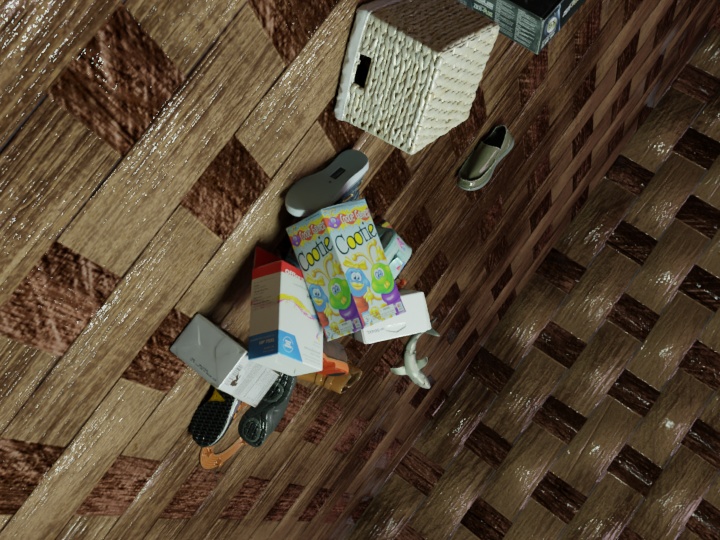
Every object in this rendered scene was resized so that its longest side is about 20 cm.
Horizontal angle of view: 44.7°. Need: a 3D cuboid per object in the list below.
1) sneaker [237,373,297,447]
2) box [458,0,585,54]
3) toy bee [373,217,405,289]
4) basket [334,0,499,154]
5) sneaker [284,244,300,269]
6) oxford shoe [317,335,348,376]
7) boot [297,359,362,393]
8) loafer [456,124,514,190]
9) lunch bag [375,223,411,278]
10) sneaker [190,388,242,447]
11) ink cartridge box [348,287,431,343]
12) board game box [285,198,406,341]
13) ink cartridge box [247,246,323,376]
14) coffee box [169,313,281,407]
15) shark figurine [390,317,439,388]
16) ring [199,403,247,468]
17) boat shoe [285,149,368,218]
[{"bbox_3d":[-0.166,0.238,1.657,0.200,0.076,0.091,-61,166,26],"label":"sneaker"},{"bbox_3d":[0.265,-0.486,1.471,0.164,0.200,0.086,-48,161,-18],"label":"box"},{"bbox_3d":[0.056,-0.016,1.877,0.131,0.109,0.200,-52,161,-21],"label":"toy bee"},{"bbox_3d":[0.089,-0.321,1.393,0.200,0.161,0.199,-38,153,-44],"label":"basket"},{"bbox_3d":[-0.053,-0.061,1.598,0.200,0.079,0.096,-36,151,-44],"label":"sneaker"},{"bbox_3d":[-0.089,0.150,1.706,0.200,0.071,0.073,39,44,-56],"label":"oxford shoe"},{"bbox_3d":[-0.104,0.213,1.802,0.200,0.155,0.077,-29,148,-51],"label":"boot"},{"bbox_3d":[0.293,-0.274,2.089,0.200,0.075,0.070,-52,149,-22],"label":"loafer"},{"bbox_3d":[0.000,0.000,1.682,0.077,0.160,0.200,43,72,-30],"label":"lunch bag"},{"bbox_3d":[-0.245,0.247,1.655,0.090,0.070,0.200,-2,122,-62],"label":"sneaker"},{"bbox_3d":[0.047,0.092,1.848,0.146,0.085,0.200,-12,-177,-13],"label":"ink cartridge box"},{"bbox_3d":[-0.025,-0.001,1.443,0.103,0.201,0.105,-18,176,-42],"label":"board game box"},{"bbox_3d":[-0.120,0.062,1.450,0.116,0.067,0.201,28,54,-49],"label":"ink cartridge box"},{"bbox_3d":[-0.225,0.156,1.493,0.080,0.113,0.200,-52,161,-7],"label":"coffee box"},{"bbox_3d":[0.162,0.239,2.620,0.090,0.128,0.215,-75,173,-71],"label":"shark figurine"},{"bbox_3d":[-0.261,0.337,1.840,0.200,0.019,0.201,-47,160,-23],"label":"ring"},{"bbox_3d":[-0.056,-0.123,1.498,0.200,0.071,0.091,-40,154,-39],"label":"boat shoe"}]
